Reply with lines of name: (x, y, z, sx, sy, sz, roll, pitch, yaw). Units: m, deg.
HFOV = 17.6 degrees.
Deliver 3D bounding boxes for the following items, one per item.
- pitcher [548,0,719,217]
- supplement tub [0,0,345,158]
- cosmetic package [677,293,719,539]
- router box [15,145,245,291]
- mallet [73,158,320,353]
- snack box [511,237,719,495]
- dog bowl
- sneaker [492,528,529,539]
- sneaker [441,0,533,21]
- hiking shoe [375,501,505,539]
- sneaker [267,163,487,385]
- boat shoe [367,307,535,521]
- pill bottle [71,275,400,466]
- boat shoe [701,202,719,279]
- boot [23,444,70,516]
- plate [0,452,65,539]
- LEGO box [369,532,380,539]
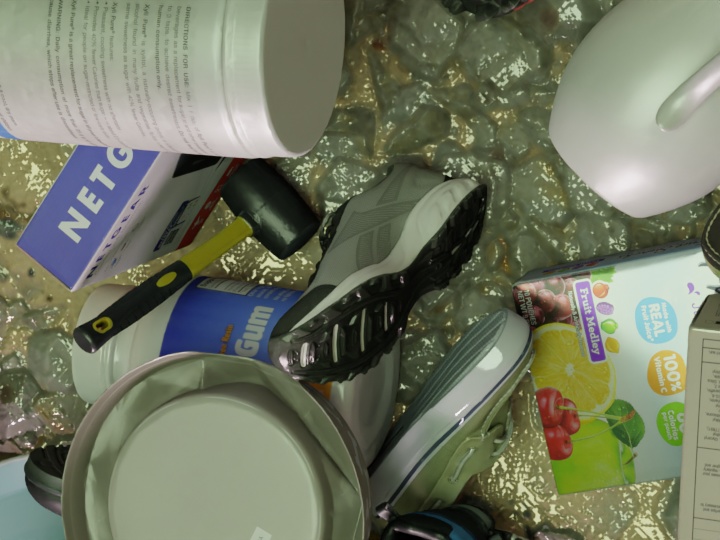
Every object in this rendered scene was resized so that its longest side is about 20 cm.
pitcher: (0.201, -0.122, 1.357, 0.121, 0.172, 0.200, 41, 110, -2)
supplement tub: (-0.122, -0.133, 1.301, 0.200, 0.132, 0.132, 7, 103, 20)
cosmetic package: (0.245, 0.122, 1.388, 0.103, 0.073, 0.200, 7, 109, 16)
router box: (-0.112, -0.091, 1.472, 0.049, 0.179, 0.200, 38, 111, 10)
mallet: (-0.101, 0.003, 1.488, 0.066, 0.200, 0.041, 41, 141, 3)
snack box: (0.207, 0.053, 1.453, 0.200, 0.053, 0.143, -11, 98, 21)
dog bowl: (-0.083, 0.146, 1.445, 0.200, 0.059, 0.201, 1, 95, 19)
sneaker: (0.146, 0.226, 1.500, 0.200, 0.090, 0.078, 26, 101, 37)
sneaker: (0.117, -0.233, 1.422, 0.071, 0.098, 0.200, 37, 134, -3)
hiking shoe: (0.077, 0.231, 1.441, 0.074, 0.087, 0.200, -51, 55, 22)
sneaker: (0.000, 0.000, 1.454, 0.079, 0.200, 0.074, 25, 135, 23)
boat shoe: (0.065, 0.099, 1.497, 0.062, 0.072, 0.200, 31, 133, -6)
pill bottle: (-0.083, 0.063, 1.528, 0.200, 0.112, 0.112, 8, 103, 17)
boat shoe: (0.273, -0.076, 1.373, 0.200, 0.065, 0.073, -45, 52, 4)
boot: (-0.184, 0.225, 1.572, 0.066, 0.165, 0.200, 43, 113, 51)
plate: (-0.226, 0.210, 1.599, 0.200, 0.026, 0.201, -10, 114, -22)
LEGO box: (-0.047, 0.268, 1.574, 0.149, 0.077, 0.200, 28, 108, 13)
